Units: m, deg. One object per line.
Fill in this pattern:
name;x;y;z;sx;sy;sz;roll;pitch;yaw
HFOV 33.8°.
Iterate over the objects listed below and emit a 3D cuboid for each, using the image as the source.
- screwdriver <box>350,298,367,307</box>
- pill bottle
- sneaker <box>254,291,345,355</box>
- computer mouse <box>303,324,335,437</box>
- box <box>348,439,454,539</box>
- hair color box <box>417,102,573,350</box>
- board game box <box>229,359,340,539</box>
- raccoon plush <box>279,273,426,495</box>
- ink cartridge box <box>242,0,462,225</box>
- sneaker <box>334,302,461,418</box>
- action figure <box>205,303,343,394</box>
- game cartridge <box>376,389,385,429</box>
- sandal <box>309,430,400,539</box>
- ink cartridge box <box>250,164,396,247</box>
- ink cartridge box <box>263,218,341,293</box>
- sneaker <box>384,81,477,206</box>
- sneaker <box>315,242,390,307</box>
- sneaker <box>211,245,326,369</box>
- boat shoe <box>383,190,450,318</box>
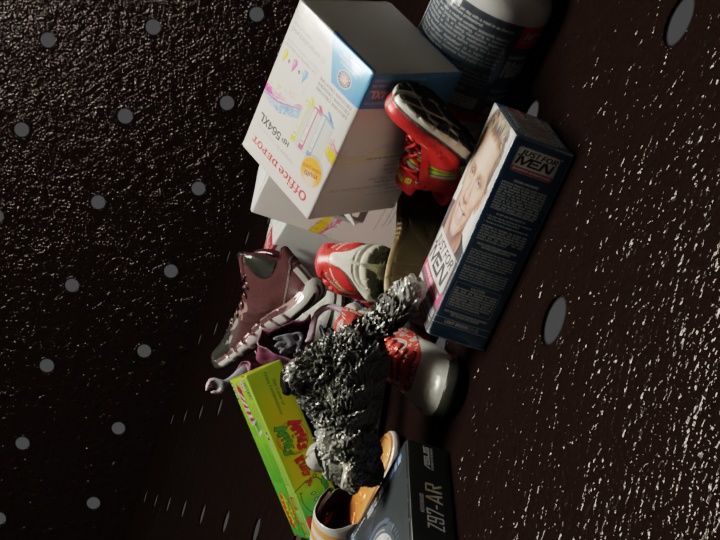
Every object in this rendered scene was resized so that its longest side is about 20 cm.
screwdriver;0.004;0.062;1.475;0.200;0.029;0.028;-97;24;-66
pill bottle;0.125;-0.254;1.199;0.120;0.119;0.201;-89;21;-52
sneaker;-0.088;0.073;1.668;0.201;0.115;0.076;-87;19;-48
computer mouse;-0.026;0.161;1.326;0.200;0.046;0.141;111;147;-55
box;0.026;0.281;1.079;0.161;0.043;0.201;-90;22;-54
hair color box;0.117;-0.041;1.084;0.100;0.060;0.201;-103;34;-65
board game box;-0.084;0.208;1.372;0.201;0.047;0.102;67;162;1
raccoon plush;0.009;0.115;1.093;0.200;0.096;0.134;-48;65;37
ink cartridge box;-0.016;-0.152;1.192;0.129;0.125;0.201;48;129;30
sneaker;0.028;0.087;1.181;0.201;0.107;0.068;-126;55;-74
action figure;-0.103;0.127;1.547;0.149;0.134;0.200;-52;-1;-37
game cartridge;-0.015;0.181;1.411;0.200;0.038;0.130;129;159;-58
sandal;-0.018;0.252;1.266;0.079;0.059;0.208;-102;32;-66
ink cartridge box;-0.012;-0.136;1.438;0.146;0.199;0.147;121;162;-45
ink cartridge box;-0.035;-0.097;1.607;0.145;0.144;0.201;128;157;-58
sneaker;0.066;-0.110;1.146;0.085;0.200;0.077;-35;60;12
sneaker;0.000;0.000;1.326;0.200;0.084;0.078;41;-119;-72
sneaker;-0.144;0.037;1.564;0.200;0.116;0.076;-37;-3;23
boat shoe;0.071;-0.044;1.259;0.066;0.073;0.201;73;-144;-70
